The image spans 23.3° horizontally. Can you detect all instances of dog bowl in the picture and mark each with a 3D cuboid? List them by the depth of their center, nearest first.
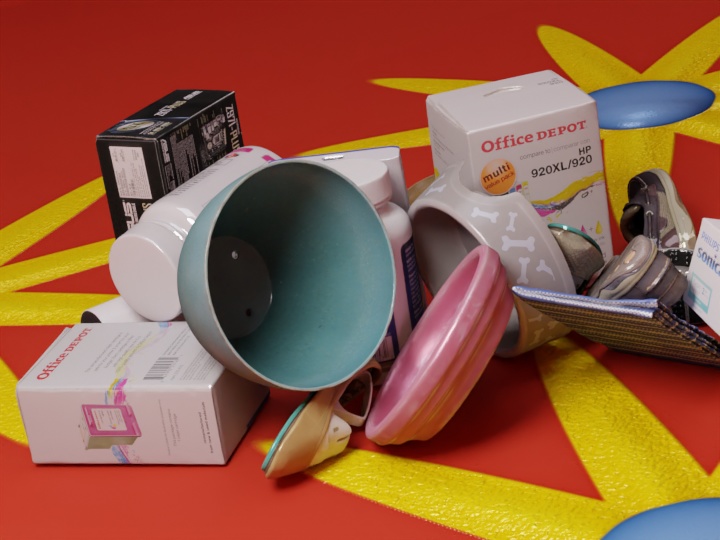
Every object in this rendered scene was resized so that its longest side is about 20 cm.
[{"bbox_3d":[0.119,-0.005,1.662,0.058,0.201,0.200,-33,30,-22],"label":"dog bowl"}]

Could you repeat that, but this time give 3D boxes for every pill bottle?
[{"bbox_3d":[0.000,0.000,1.677,0.110,0.201,0.111,-8,22,3],"label":"pill bottle"},{"bbox_3d":[-0.153,-0.036,1.749,0.113,0.114,0.200,8,31,36],"label":"pill bottle"}]

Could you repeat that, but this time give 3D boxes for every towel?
[{"bbox_3d":[0.242,0.048,1.552,0.144,0.024,0.200,7,-12,36],"label":"towel"}]

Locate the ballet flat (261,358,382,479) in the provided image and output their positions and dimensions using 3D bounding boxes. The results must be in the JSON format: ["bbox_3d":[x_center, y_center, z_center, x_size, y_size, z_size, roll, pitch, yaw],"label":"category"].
[{"bbox_3d":[-0.027,0.128,1.566,0.063,0.069,0.200,28,37,2],"label":"ballet flat"}]

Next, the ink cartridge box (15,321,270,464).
[{"bbox_3d":[-0.203,0.113,1.641,0.198,0.085,0.145,0,23,17],"label":"ink cartridge box"}]

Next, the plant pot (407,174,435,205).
[{"bbox_3d":[0.146,-0.081,2.044,0.198,0.028,0.200,-7,23,3],"label":"plant pot"}]

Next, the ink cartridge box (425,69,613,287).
[{"bbox_3d":[0.166,-0.087,1.820,0.146,0.201,0.145,-14,23,-11],"label":"ink cartridge box"}]

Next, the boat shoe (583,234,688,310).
[{"bbox_3d":[0.253,0.029,1.632,0.075,0.073,0.200,-52,-3,-10],"label":"boat shoe"}]

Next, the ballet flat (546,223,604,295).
[{"bbox_3d":[0.200,0.003,1.682,0.067,0.063,0.200,20,-5,13],"label":"ballet flat"}]

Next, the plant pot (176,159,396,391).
[{"bbox_3d":[-0.086,0.010,1.560,0.199,0.201,0.134,-26,9,-35],"label":"plant pot"}]

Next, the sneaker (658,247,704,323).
[{"bbox_3d":[0.362,0.011,1.703,0.198,0.074,0.080,3,10,17],"label":"sneaker"}]

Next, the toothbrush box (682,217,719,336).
[{"bbox_3d":[0.408,0.023,1.542,0.198,0.086,0.147,6,19,-15],"label":"toothbrush box"}]

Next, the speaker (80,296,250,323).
[{"bbox_3d":[-0.188,0.044,1.806,0.199,0.082,0.081,-23,26,-30],"label":"speaker"}]

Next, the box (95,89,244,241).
[{"bbox_3d":[-0.200,-0.083,1.956,0.086,0.201,0.164,4,26,30],"label":"box"}]

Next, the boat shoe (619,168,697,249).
[{"bbox_3d":[0.308,-0.054,1.858,0.064,0.072,0.200,-6,28,-4],"label":"boat shoe"}]

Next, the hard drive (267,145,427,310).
[{"bbox_3d":[-0.011,-0.029,1.752,0.131,0.201,0.025,-6,37,7],"label":"hard drive"}]

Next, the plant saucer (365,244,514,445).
[{"bbox_3d":[0.076,0.074,1.544,0.051,0.201,0.201,32,26,-4],"label":"plant saucer"}]
